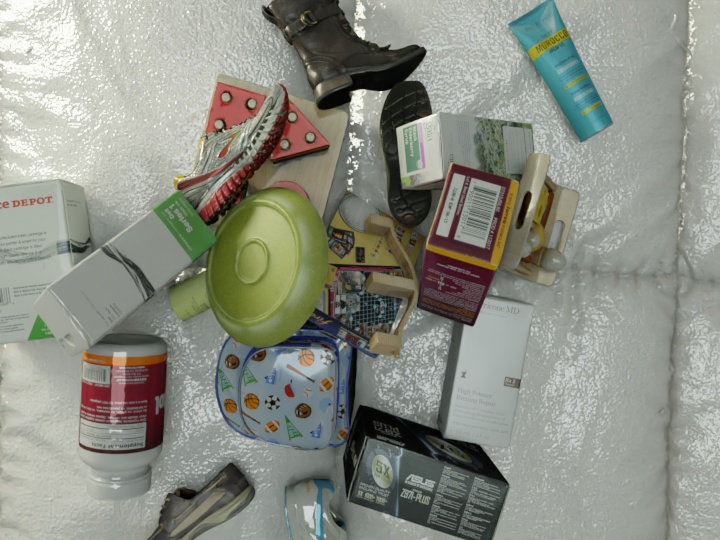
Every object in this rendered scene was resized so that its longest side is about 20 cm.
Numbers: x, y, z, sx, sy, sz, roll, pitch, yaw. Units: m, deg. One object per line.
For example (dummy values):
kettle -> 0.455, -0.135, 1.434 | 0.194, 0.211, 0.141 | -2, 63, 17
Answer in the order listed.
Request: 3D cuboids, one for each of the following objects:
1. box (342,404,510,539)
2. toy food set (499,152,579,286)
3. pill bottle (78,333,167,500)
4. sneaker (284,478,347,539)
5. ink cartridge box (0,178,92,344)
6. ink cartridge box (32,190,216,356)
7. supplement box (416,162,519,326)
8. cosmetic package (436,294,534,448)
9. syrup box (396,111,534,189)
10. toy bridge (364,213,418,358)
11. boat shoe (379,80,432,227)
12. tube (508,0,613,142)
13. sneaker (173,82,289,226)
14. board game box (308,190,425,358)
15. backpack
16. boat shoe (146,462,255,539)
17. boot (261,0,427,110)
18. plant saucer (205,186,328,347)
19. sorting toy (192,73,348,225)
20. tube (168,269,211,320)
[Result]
box -> 0.080, 0.271, 0.877 | 0.195, 0.164, 0.088 | 19, 92, -3
toy food set -> 0.249, -0.060, 0.871 | 0.059, 0.199, 0.147 | 18, 91, 29
pill bottle -> -0.322, 0.194, 0.877 | 0.109, 0.113, 0.206 | 4, 93, -3
sneaker -> -0.053, 0.400, 0.920 | 0.079, 0.077, 0.206 | -13, 95, -5
ink cartridge box -> -0.444, -0.012, 0.876 | 0.142, 0.083, 0.206 | -6, 93, -3
ink cartridge box -> -0.296, 0.005, 0.810 | 0.085, 0.145, 0.200 | 53, 56, -12
supplement box -> 0.128, -0.024, 0.802 | 0.083, 0.201, 0.113 | 17, 68, 9
cosmetic package -> 0.176, 0.138, 0.924 | 0.099, 0.074, 0.206 | 9, 93, -3
syrup box -> 0.143, -0.152, 0.855 | 0.196, 0.080, 0.081 | -6, 90, -39
toy bridge -> 0.041, 0.020, 0.833 | 0.066, 0.027, 0.204 | 11, 54, -20
boat shoe -> 0.064, -0.159, 0.906 | 0.073, 0.074, 0.206 | 1, 82, 5
tube -> 0.292, -0.286, 0.931 | 0.076, 0.050, 0.203 | -29, 88, -9
sneaker -> -0.162, -0.158, 0.820 | 0.082, 0.078, 0.201 | 39, 90, -3
board game box -> 0.000, 0.000, 0.868 | 0.133, 0.035, 0.202 | 29, 51, -5
backpack -> -0.101, 0.148, 0.876 | 0.185, 0.154, 0.206 | 4, 95, 7
boat shoe -> -0.246, 0.342, 0.914 | 0.197, 0.075, 0.074 | -30, 84, -11
boot -> -0.020, -0.332, 0.896 | 0.196, 0.069, 0.178 | -23, 81, -17
plant saucer -> -0.128, -0.009, 0.806 | 0.195, 0.031, 0.206 | -8, 75, 31
sorting toy -> -0.132, -0.151, 0.896 | 0.193, 0.070, 0.206 | 15, 91, -4
tube -> -0.170, 0.005, 0.899 | 0.196, 0.058, 0.053 | -26, 102, 2
